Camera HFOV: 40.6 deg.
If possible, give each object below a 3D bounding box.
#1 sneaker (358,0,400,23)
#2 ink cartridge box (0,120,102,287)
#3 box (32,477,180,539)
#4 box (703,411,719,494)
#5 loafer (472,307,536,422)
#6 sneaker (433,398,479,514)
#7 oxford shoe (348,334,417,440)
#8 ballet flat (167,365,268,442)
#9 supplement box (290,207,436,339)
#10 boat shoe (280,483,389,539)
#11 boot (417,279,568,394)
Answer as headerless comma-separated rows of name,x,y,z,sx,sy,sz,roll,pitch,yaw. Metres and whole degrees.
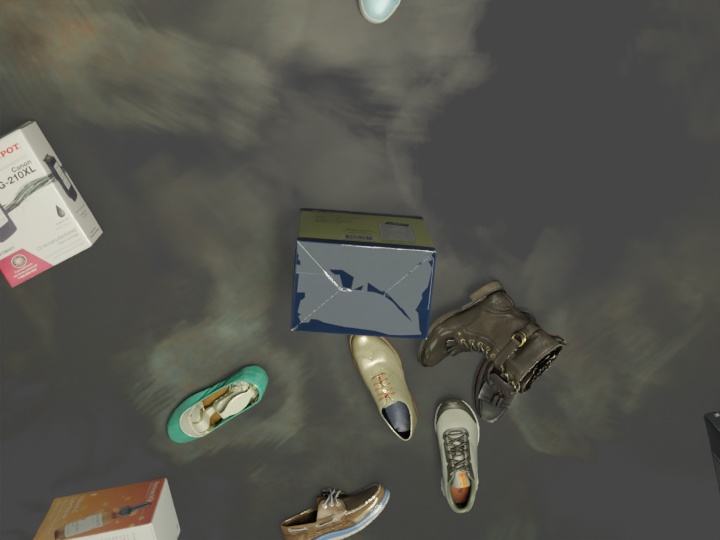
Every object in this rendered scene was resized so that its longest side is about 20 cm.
sneaker,0.045,-0.448,1.375,0.074,0.082,0.201,16,105,-5
ink cartridge box,-0.506,-0.101,1.460,0.144,0.084,0.201,-27,106,5
box,-0.411,0.436,1.588,0.199,0.152,0.107,-11,106,1
box,0.698,0.321,1.608,0.196,0.117,0.201,-16,105,3
loafer,0.233,0.159,1.572,0.072,0.063,0.201,16,105,-8
sneaker,0.165,0.307,1.606,0.074,0.079,0.201,-7,105,2
oxford shoe,0.043,0.181,1.566,0.071,0.074,0.201,-28,105,6
ballet flat,-0.236,0.223,1.572,0.200,0.070,0.067,-34,105,8
supplement box,0.000,0.000,1.445,0.199,0.200,0.135,4,107,-3
boat shoe,-0.046,0.408,1.633,0.200,0.072,0.073,-34,103,8
boot,0.199,0.125,1.504,0.200,0.174,0.069,-43,144,9
